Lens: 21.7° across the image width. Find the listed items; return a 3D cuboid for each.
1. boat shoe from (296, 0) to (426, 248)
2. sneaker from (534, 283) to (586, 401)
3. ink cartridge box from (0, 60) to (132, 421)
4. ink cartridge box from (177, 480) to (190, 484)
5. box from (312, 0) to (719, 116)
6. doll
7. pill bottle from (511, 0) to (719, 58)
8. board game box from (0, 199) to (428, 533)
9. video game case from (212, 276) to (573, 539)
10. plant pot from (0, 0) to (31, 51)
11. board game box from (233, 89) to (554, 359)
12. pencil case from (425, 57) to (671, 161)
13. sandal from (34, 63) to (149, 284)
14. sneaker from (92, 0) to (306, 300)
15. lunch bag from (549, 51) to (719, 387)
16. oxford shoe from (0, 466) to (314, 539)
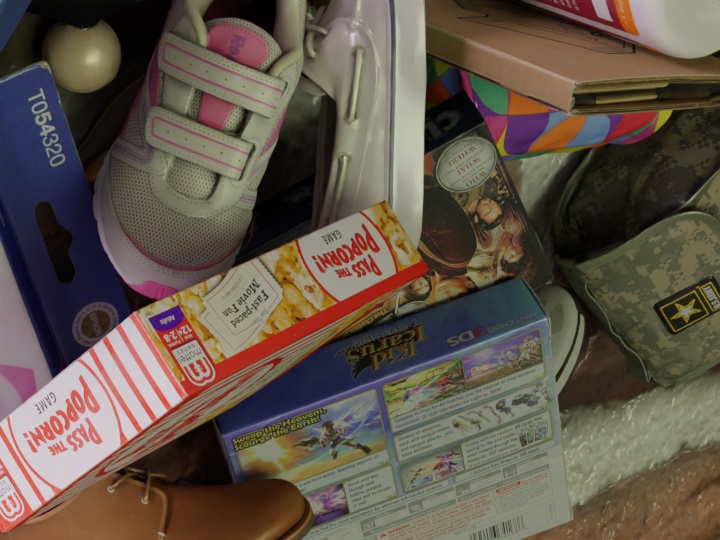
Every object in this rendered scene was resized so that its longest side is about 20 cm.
[{"bbox_3d":[-0.004,-0.105,0.972,0.065,0.072,0.201,-3,111,-8],"label":"boat shoe"},{"bbox_3d":[0.061,0.062,1.195,0.200,0.076,0.116,-45,137,-15],"label":"sneaker"},{"bbox_3d":[-0.208,0.025,0.906,0.199,0.043,0.197,-26,128,-15],"label":"ink cartridge box"},{"bbox_3d":[-0.073,0.238,1.061,0.125,0.200,0.129,-34,131,-28],"label":"ink cartridge box"},{"bbox_3d":[0.097,-0.128,1.040,0.163,0.200,0.021,-8,117,-42],"label":"box"},{"bbox_3d":[-0.127,-0.179,0.900,0.136,0.048,0.201,-3,116,-21],"label":"doll"},{"bbox_3d":[0.121,-0.194,1.030,0.113,0.200,0.113,-22,124,-36],"label":"pill bottle"},{"bbox_3d":[-0.078,0.043,0.916,0.151,0.046,0.200,-37,174,38],"label":"board game box"},{"bbox_3d":[0.022,0.111,1.122,0.199,0.046,0.182,-19,134,-8],"label":"video game case"},{"bbox_3d":[-0.239,-0.134,0.715,0.201,0.200,0.180,-60,145,-3],"label":"plant pot"},{"bbox_3d":[0.000,0.000,1.075,0.199,0.035,0.136,-29,133,1],"label":"board game box"},{"bbox_3d":[0.104,-0.110,1.148,0.199,0.088,0.089,-10,117,-44],"label":"pencil case"},{"bbox_3d":[-0.124,-0.039,0.975,0.200,0.054,0.081,-40,134,-23],"label":"sandal"},{"bbox_3d":[-0.076,-0.082,0.923,0.081,0.088,0.201,16,67,-11],"label":"sneaker"},{"bbox_3d":[0.226,-0.032,1.275,0.200,0.117,0.164,-54,136,-12],"label":"lunch bag"},{"bbox_3d":[-0.122,0.134,1.017,0.199,0.071,0.072,-8,113,-15],"label":"oxford shoe"}]
